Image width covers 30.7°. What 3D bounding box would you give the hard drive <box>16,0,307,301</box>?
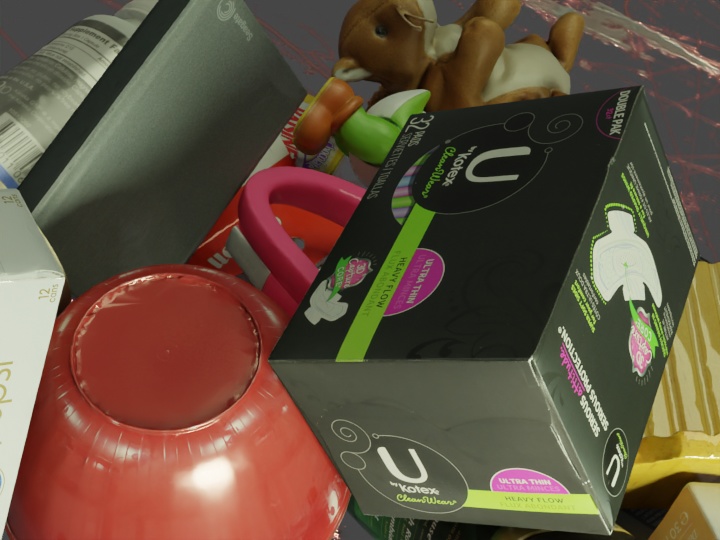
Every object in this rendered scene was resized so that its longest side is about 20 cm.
[{"bbox_3d":[-0.122,-0.070,0.796,0.033,0.200,0.140,28,-11,30],"label":"hard drive"}]

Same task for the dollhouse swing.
[{"bbox_3d":[0.219,0.048,0.780,0.200,0.182,0.176,2,69,-2],"label":"dollhouse swing"}]

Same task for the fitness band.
[{"bbox_3d":[0.000,0.000,0.834,0.143,0.037,0.200,-2,39,-41],"label":"fitness band"}]

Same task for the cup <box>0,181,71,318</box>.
[{"bbox_3d":[-0.274,0.004,0.685,0.200,0.200,0.143,33,64,12],"label":"cup"}]

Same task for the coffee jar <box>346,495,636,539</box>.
[{"bbox_3d":[0.072,0.145,0.721,0.104,0.085,0.200,7,18,-32],"label":"coffee jar"}]

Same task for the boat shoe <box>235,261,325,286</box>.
[{"bbox_3d":[-0.014,0.019,0.904,0.200,0.071,0.091,13,37,-28],"label":"boat shoe"}]

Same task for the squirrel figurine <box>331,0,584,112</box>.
[{"bbox_3d":[0.062,-0.141,1.059,0.186,0.200,0.142,18,51,-8],"label":"squirrel figurine"}]

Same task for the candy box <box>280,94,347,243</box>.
[{"bbox_3d":[-0.070,-0.091,1.048,0.102,0.026,0.200,26,35,0],"label":"candy box"}]

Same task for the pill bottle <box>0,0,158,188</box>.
[{"bbox_3d":[-0.177,-0.092,0.841,0.114,0.114,0.200,37,60,18],"label":"pill bottle"}]

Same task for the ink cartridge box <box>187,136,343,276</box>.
[{"bbox_3d":[-0.116,-0.063,0.931,0.200,0.047,0.160,37,53,20],"label":"ink cartridge box"}]

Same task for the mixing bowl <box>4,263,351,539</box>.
[{"bbox_3d":[-0.098,0.071,0.689,0.200,0.108,0.200,2,53,-3],"label":"mixing bowl"}]

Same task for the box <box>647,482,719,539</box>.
[{"bbox_3d":[0.215,0.235,0.677,0.106,0.152,0.200,7,37,-24],"label":"box"}]

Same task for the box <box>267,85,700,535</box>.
[{"bbox_3d":[0.073,0.018,0.683,0.148,0.124,0.200,-3,40,33],"label":"box"}]

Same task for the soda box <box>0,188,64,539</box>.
[{"bbox_3d":[-0.197,0.060,0.619,0.064,0.200,0.068,-4,41,-35],"label":"soda box"}]

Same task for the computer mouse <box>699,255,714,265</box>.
[{"bbox_3d":[0.311,0.049,1.074,0.138,0.053,0.200,20,23,-3],"label":"computer mouse"}]

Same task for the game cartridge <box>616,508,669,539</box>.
[{"bbox_3d":[0.189,0.139,0.867,0.133,0.041,0.200,35,33,30],"label":"game cartridge"}]

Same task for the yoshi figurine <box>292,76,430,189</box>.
[{"bbox_3d":[0.036,-0.054,0.990,0.200,0.112,0.112,32,48,-3],"label":"yoshi figurine"}]
